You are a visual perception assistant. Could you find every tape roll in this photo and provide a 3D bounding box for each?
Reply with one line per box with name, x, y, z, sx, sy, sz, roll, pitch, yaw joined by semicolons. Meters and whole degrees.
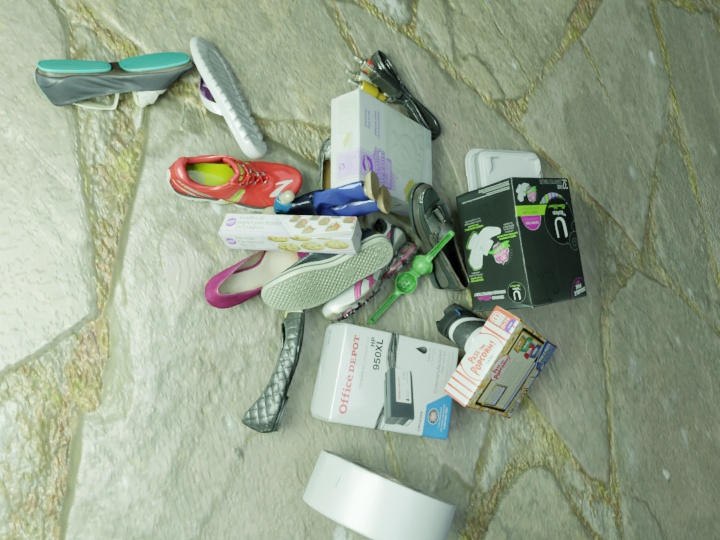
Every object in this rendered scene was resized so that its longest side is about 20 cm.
tape roll;0.025;0.316;0.724;0.202;0.202;0.071;29;73;-18

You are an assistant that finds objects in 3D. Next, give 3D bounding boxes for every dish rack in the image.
dish rack;0.285;-0.136;0.992;0.171;0.044;0.200;-3;85;-25

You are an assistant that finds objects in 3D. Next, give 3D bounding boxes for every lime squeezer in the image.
lime squeezer;0.083;0.005;0.856;0.038;0.200;0.071;49;20;19

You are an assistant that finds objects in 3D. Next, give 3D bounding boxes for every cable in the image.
cable;0.062;-0.307;0.932;0.200;0.050;0.097;33;53;-29

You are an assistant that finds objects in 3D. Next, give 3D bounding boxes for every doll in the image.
doll;-0.059;-0.085;0.760;0.136;0.200;0.049;40;45;-55

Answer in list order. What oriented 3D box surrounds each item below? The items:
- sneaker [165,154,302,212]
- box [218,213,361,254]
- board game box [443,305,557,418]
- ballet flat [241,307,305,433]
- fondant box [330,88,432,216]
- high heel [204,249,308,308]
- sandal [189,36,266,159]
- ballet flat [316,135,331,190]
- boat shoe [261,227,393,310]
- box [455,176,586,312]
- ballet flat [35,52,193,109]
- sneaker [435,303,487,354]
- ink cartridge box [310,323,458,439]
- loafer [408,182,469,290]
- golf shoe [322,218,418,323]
sneaker;-0.174;-0.129;0.764;0.200;0.085;0.077;-3;84;-24
box;-0.099;-0.052;0.742;0.200;0.041;0.039;4;57;15
board game box;0.230;0.153;0.843;0.200;0.046;0.152;30;93;-51
ballet flat;-0.119;0.132;0.763;0.057;0.066;0.200;15;74;-5
fondant box;0.039;-0.177;0.836;0.200;0.058;0.145;10;77;-49
high heel;-0.132;-0.007;0.759;0.200;0.096;0.067;-25;93;-25
sandal;-0.209;-0.252;0.783;0.050;0.082;0.203;-28;86;18
ballet flat;-0.037;-0.123;0.834;0.072;0.072;0.201;3;82;-23
boat shoe;-0.050;-0.004;0.766;0.200;0.062;0.075;-27;129;-7
box;0.264;-0.041;0.870;0.148;0.124;0.200;-6;87;-34
ballet flat;-0.331;-0.258;0.728;0.200;0.073;0.073;-16;89;-25
sneaker;0.203;0.103;0.907;0.200;0.112;0.073;23;101;-51
ink cartridge box;0.039;0.171;0.815;0.200;0.084;0.145;15;76;-21
loafer;0.136;-0.052;0.861;0.072;0.063;0.200;-41;126;-30
golf shoe;0.000;0.000;0.835;0.092;0.073;0.200;45;60;-1
